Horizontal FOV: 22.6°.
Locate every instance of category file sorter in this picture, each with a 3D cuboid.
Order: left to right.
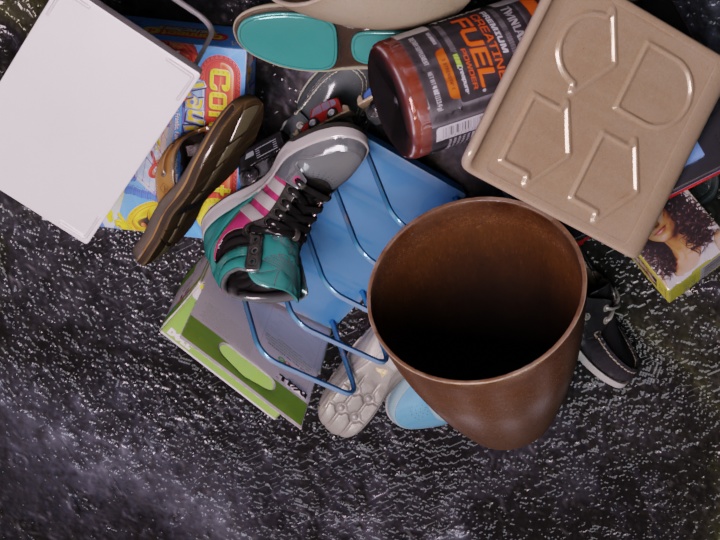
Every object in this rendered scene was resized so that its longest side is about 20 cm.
[{"bbox_3d":[-0.238,-0.158,1.594,0.138,0.125,0.200,33,116,-10],"label":"file sorter"},{"bbox_3d":[0.000,0.000,1.675,0.138,0.123,0.200,26,119,-38],"label":"file sorter"}]

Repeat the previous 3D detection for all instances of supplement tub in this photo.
[{"bbox_3d":[0.113,-0.174,1.544,0.199,0.107,0.107,-20,115,-13],"label":"supplement tub"}]

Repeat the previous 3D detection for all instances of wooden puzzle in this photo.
[{"bbox_3d":[0.194,-0.131,1.501,0.199,0.046,0.186,26,93,-26],"label":"wooden puzzle"}]

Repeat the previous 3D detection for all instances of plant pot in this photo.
[{"bbox_3d":[0.117,0.069,1.582,0.186,0.188,0.200,-6,145,11],"label":"plant pot"}]

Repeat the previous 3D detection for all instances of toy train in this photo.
[{"bbox_3d":[-0.026,-0.130,1.626,0.199,0.046,0.034,-27,150,18],"label":"toy train"}]

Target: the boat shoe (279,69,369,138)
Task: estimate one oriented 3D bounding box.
[{"bbox_3d":[-0.045,-0.113,1.687,0.073,0.062,0.200,30,116,-6],"label":"boat shoe"}]

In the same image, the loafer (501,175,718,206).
[{"bbox_3d":[0.230,-0.072,1.669,0.199,0.063,0.072,2,74,9],"label":"loafer"}]

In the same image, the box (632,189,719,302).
[{"bbox_3d":[0.241,-0.073,1.608,0.075,0.050,0.200,-38,72,-2],"label":"box"}]

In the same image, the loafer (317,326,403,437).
[{"bbox_3d":[0.029,0.075,1.770,0.070,0.070,0.200,42,97,-16],"label":"loafer"}]

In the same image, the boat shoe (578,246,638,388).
[{"bbox_3d":[0.212,0.023,1.717,0.060,0.074,0.200,-32,100,26],"label":"boat shoe"}]

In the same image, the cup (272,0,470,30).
[{"bbox_3d":[0.027,-0.285,1.537,0.143,0.201,0.200,27,121,-38],"label":"cup"}]

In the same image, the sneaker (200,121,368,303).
[{"bbox_3d":[-0.064,-0.036,1.592,0.083,0.121,0.200,23,133,-38],"label":"sneaker"}]

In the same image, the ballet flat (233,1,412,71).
[{"bbox_3d":[-0.014,-0.215,1.629,0.199,0.070,0.070,9,117,0],"label":"ballet flat"}]

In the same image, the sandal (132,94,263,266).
[{"bbox_3d":[-0.160,-0.089,1.657,0.055,0.082,0.200,44,123,10],"label":"sandal"}]

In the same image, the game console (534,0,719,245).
[{"bbox_3d":[0.218,-0.130,1.584,0.199,0.031,0.177,-26,73,4],"label":"game console"}]

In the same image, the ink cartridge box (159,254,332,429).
[{"bbox_3d":[-0.116,0.078,1.715,0.148,0.200,0.076,39,115,-11],"label":"ink cartridge box"}]

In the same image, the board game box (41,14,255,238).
[{"bbox_3d":[-0.201,-0.136,1.701,0.195,0.056,0.201,6,117,5],"label":"board game box"}]

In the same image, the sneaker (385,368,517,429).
[{"bbox_3d":[0.106,0.123,1.746,0.199,0.131,0.080,-26,111,20],"label":"sneaker"}]
